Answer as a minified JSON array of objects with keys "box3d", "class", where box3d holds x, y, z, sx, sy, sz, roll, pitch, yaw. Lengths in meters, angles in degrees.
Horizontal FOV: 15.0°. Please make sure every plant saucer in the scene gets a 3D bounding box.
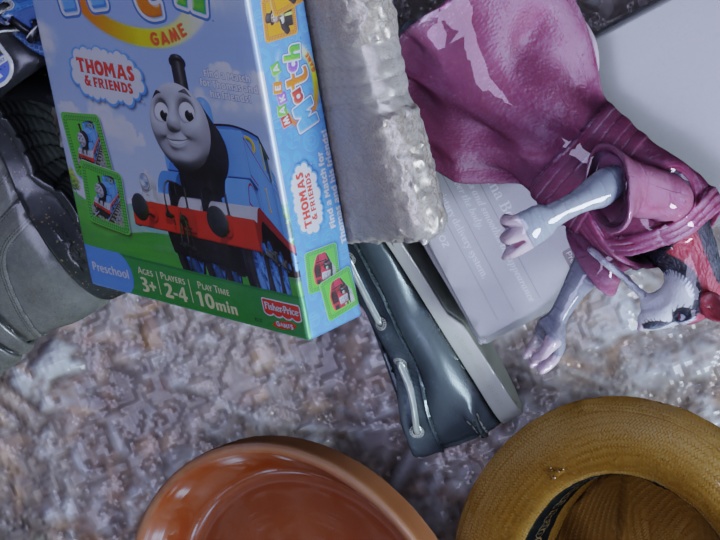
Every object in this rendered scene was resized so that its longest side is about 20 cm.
[{"box3d":[-0.025,0.174,1.308,0.200,0.032,0.200,12,112,32],"class":"plant saucer"}]

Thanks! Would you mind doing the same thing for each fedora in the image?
[{"box3d":[0.139,0.148,1.266,0.200,0.082,0.201,9,108,31],"class":"fedora"}]

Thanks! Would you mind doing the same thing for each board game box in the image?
[{"box3d":[-0.077,-0.079,1.173,0.151,0.037,0.200,13,120,46],"class":"board game box"}]

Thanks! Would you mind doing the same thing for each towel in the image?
[{"box3d":[-0.028,-0.074,1.192,0.034,0.200,0.133,-20,100,-26],"class":"towel"}]

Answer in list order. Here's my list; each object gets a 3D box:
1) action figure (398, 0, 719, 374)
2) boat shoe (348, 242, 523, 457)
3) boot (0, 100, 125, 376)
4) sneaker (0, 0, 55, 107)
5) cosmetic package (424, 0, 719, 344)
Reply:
[{"box3d":[0.096,-0.049,1.177,0.200,0.134,0.149,40,75,5],"class":"action figure"},{"box3d":[0.000,0.000,1.286,0.062,0.073,0.200,-33,99,9],"class":"boat shoe"},{"box3d":[-0.203,-0.042,1.316,0.131,0.068,0.200,-31,91,22],"class":"boot"},{"box3d":[-0.166,-0.128,1.237,0.200,0.089,0.079,31,134,-25],"class":"sneaker"},{"box3d":[0.123,-0.059,1.249,0.200,0.090,0.107,-29,91,15],"class":"cosmetic package"}]
